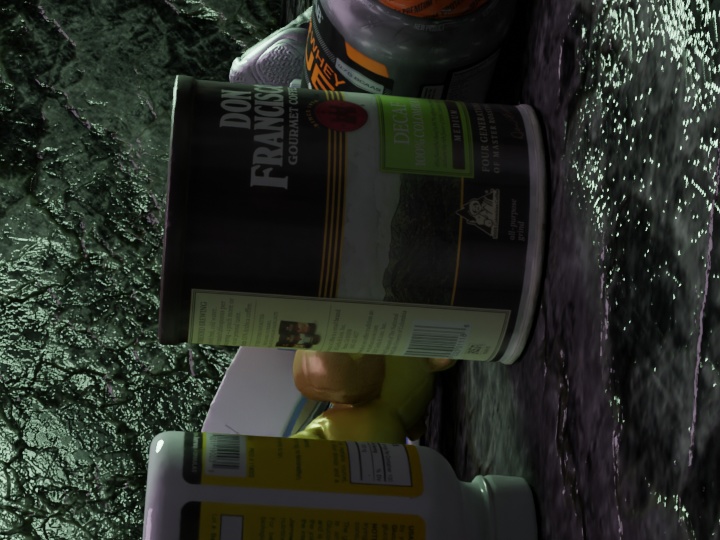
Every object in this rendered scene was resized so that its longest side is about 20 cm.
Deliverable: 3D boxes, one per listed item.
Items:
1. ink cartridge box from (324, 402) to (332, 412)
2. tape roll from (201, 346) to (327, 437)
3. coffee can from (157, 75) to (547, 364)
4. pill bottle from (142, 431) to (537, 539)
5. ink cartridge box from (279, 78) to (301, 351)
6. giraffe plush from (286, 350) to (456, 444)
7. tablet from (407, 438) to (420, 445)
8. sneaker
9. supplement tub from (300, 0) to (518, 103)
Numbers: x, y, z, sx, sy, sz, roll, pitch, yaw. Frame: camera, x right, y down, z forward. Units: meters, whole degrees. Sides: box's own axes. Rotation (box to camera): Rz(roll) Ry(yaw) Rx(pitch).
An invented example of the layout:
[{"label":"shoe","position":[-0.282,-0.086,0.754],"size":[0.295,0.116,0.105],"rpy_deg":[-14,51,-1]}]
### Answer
[{"label":"ink cartridge box","position":[-0.006,0.155,1.473],"size":[0.200,0.044,0.095],"rpy_deg":[112,159,-71]},{"label":"tape roll","position":[-0.066,0.094,1.471],"size":[0.204,0.070,0.203],"rpy_deg":[-59,-7,-12]},{"label":"coffee can","position":[-0.009,-0.027,0.898],"size":[0.146,0.198,0.148],"rpy_deg":[-176,90,-83]},{"label":"pill bottle","position":[-0.013,0.145,0.838],"size":[0.112,0.198,0.114],"rpy_deg":[-176,90,-84]},{"label":"ink cartridge box","position":[0.000,-0.032,1.176],"size":[0.042,0.118,0.202],"rpy_deg":[-74,-11,-78]},{"label":"giraffe plush","position":[0.001,0.106,1.096],"size":[0.200,0.171,0.164],"rpy_deg":[30,-109,-61]},{"label":"tablet","position":[0.028,0.205,1.278],"size":[0.201,0.013,0.131],"rpy_deg":[106,167,-59]},{"label":"sneaker","position":[-0.008,-0.193,1.219],"size":[0.075,0.199,0.115],"rpy_deg":[43,-136,-40]},{"label":"supplement tub","position":[0.027,-0.138,0.991],"size":[0.201,0.121,0.124],"rpy_deg":[103,169,-56]}]
